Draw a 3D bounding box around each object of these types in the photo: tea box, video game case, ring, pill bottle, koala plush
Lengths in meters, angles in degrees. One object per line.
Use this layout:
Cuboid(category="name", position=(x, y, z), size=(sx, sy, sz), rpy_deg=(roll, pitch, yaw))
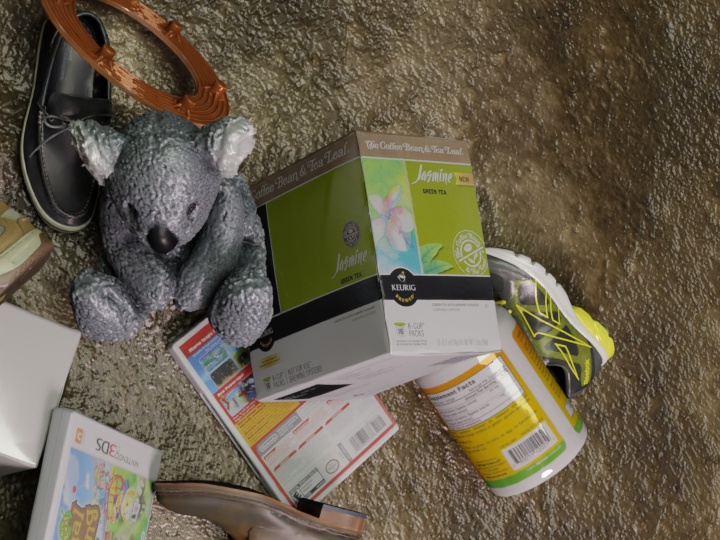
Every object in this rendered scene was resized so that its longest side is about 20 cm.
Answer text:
Cuboid(category="tea box", position=(0.000, 0.000, 1.585), size=(0.133, 0.200, 0.198), rpy_deg=(0, 76, -39))
Cuboid(category="video game case", position=(-0.224, 0.229, 1.483), size=(0.182, 0.022, 0.201), rpy_deg=(42, 55, -66))
Cuboid(category="ring", position=(-0.191, -0.198, 1.558), size=(0.200, 0.201, 0.019), rpy_deg=(35, 111, -20))
Cuboid(category="pill bottle", position=(0.118, 0.104, 1.705), size=(0.111, 0.111, 0.200), rpy_deg=(-40, 101, -27))
Cuboid(category="video game case", position=(-0.069, 0.109, 1.656), size=(0.143, 0.017, 0.200), rpy_deg=(-39, 102, -27))
Cuboid(category="koala plush", position=(-0.162, -0.061, 1.504), size=(0.176, 0.200, 0.185), rpy_deg=(0, 57, 5))

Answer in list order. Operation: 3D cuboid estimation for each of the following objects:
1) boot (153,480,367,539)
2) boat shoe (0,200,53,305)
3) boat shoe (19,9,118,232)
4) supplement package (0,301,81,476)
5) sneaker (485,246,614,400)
Cuboid(category="boot", position=(-0.094, 0.242, 1.585), size=(0.199, 0.075, 0.097), rpy_deg=(14, 84, -19))
Cuboid(category="boat shoe", position=(-0.328, 0.020, 1.371), size=(0.076, 0.072, 0.200), rpy_deg=(44, 54, 1))
Cuboid(category="boat shoe", position=(-0.252, -0.134, 1.569), size=(0.074, 0.062, 0.201), rpy_deg=(7, 80, -29))
Cuboid(category="supplement package", position=(-0.349, 0.076, 1.449), size=(0.199, 0.120, 0.122), rpy_deg=(25, 69, -23))
Cuboid(category="sneaker", position=(0.165, 0.052, 1.760), size=(0.200, 0.074, 0.085), rpy_deg=(37, 67, -19))
